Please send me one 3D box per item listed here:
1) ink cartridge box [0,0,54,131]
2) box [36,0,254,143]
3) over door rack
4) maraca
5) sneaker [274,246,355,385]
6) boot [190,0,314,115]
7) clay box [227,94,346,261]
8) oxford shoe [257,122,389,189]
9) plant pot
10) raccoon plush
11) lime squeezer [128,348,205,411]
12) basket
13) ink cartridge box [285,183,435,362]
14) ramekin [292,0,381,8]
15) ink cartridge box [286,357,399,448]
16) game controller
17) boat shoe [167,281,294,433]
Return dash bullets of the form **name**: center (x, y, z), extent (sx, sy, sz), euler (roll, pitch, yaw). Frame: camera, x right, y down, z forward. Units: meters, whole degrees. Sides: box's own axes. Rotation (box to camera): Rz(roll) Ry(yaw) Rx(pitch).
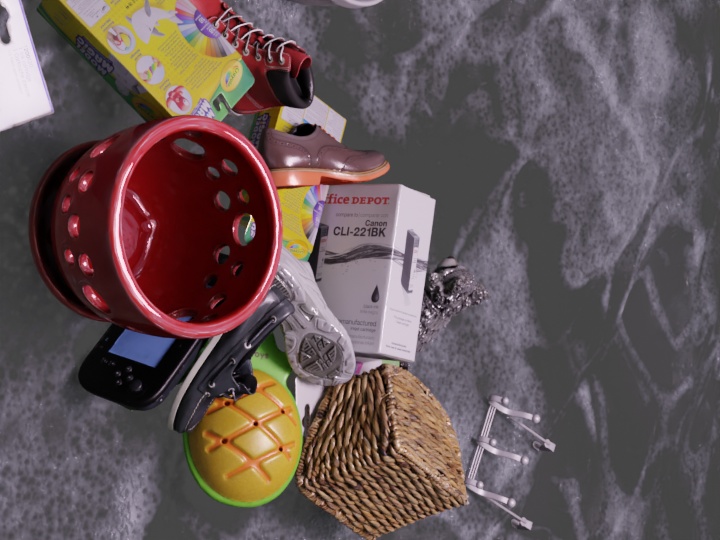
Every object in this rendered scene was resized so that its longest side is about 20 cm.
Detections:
- **ink cartridge box**: center (-0.376, -0.200, 0.966), extent (0.199, 0.043, 0.201), euler (-30, 115, -44)
- **box**: center (-0.205, -0.224, 1.120), extent (0.200, 0.048, 0.118), euler (45, 55, -13)
- **over door rack**: center (0.242, 0.299, 1.748), extent (0.200, 0.066, 0.149), euler (43, 61, -44)
- **maraca**: center (-0.128, 0.159, 1.250), extent (0.135, 0.107, 0.203), euler (11, 66, -22)
- **sneaker**: center (-0.062, 0.040, 1.274), extent (0.201, 0.077, 0.100), euler (60, 18, -29)
- **boot**: center (-0.126, -0.255, 1.197), extent (0.073, 0.143, 0.201), euler (-54, 129, -32)
- **clay box**: center (-0.088, -0.109, 1.328), extent (0.115, 0.047, 0.203), euler (31, 70, -47)
- **oxford shoe**: center (-0.037, -0.134, 1.299), extent (0.199, 0.071, 0.074), euler (-9, 95, -50)
- **plant pot**: center (-0.202, -0.036, 1.075), extent (0.199, 0.181, 0.204), euler (4, 84, -46)
- **raccoon plush**: center (0.099, 0.082, 1.502), extent (0.096, 0.133, 0.203), euler (-6, 97, -52)
- **lime squeezer**: center (-0.160, 0.086, 1.210), extent (0.200, 0.038, 0.071), euler (-43, 176, 1)
- **basket**: center (0.019, 0.212, 1.364), extent (0.200, 0.148, 0.144), euler (44, 29, -46)
- **ink cartridge box**: center (0.000, 0.000, 1.364), extent (0.083, 0.143, 0.203), euler (19, 76, -54)
- **ramekin**: center (-0.043, -0.405, 1.323), extent (0.199, 0.104, 0.203), euler (-4, 95, -52)
- **ink cartridge box**: center (-0.037, 0.169, 1.392), extent (0.199, 0.067, 0.119), euler (-3, 95, -52)
- **game controller**: center (-0.200, 0.055, 1.155), extent (0.201, 0.103, 0.042), euler (-57, 156, -33)
- **boat shoe**: center (-0.129, 0.098, 1.159), extent (0.201, 0.066, 0.074), euler (-58, 174, 14)
